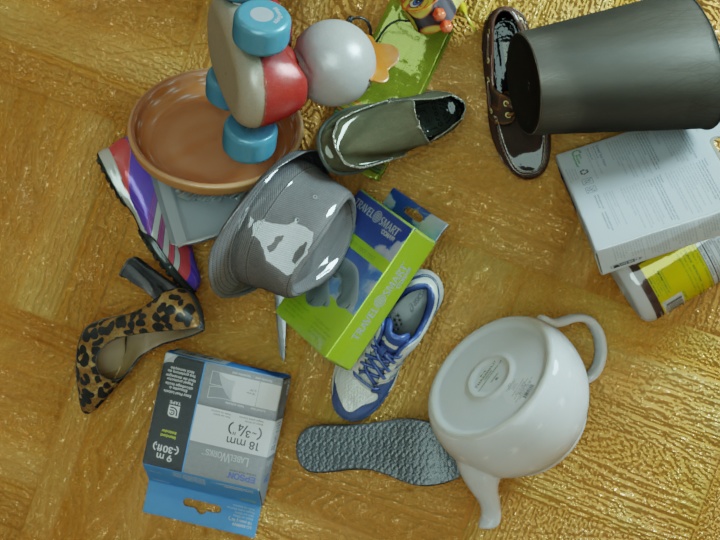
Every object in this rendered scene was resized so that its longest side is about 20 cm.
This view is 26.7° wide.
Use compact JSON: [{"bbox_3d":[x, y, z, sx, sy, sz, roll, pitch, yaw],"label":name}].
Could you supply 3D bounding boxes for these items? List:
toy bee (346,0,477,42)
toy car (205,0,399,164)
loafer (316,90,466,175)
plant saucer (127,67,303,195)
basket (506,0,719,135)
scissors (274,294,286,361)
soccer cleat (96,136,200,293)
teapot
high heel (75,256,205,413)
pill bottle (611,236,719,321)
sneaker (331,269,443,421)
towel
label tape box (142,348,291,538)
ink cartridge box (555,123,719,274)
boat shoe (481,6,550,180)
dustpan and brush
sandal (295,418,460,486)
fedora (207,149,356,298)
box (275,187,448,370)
[{"bbox_3d":[0.090,-0.303,1.711,0.131,0.109,0.200,28,95,-37],"label":"toy bee"},{"bbox_3d":[-0.059,-0.239,1.671,0.199,0.185,0.177,-6,47,-17],"label":"toy car"},{"bbox_3d":[0.038,-0.164,1.697,0.200,0.070,0.075,-26,95,-33],"label":"loafer"},{"bbox_3d":[-0.165,-0.153,1.729,0.199,0.038,0.201,2,49,-2],"label":"plant saucer"},{"bbox_3d":[0.271,-0.219,1.660,0.199,0.136,0.181,-9,48,-11],"label":"basket"},{"bbox_3d":[-0.090,0.002,1.785,0.073,0.014,0.201,-17,88,2],"label":"scissors"},{"bbox_3d":[-0.231,-0.068,1.772,0.073,0.068,0.200,-31,87,-4],"label":"soccer cleat"},{"bbox_3d":[0.185,0.155,1.704,0.200,0.198,0.146,-29,127,23],"label":"teapot"},{"bbox_3d":[-0.254,0.100,1.737,0.142,0.071,0.200,32,104,37],"label":"high heel"},{"bbox_3d":[0.378,-0.036,1.702,0.200,0.109,0.109,-31,88,4],"label":"pill bottle"},{"bbox_3d":[0.024,0.085,1.742,0.075,0.088,0.200,30,94,2],"label":"sneaker"},{"bbox_3d":[0.028,-0.211,1.772,0.086,0.018,0.200,27,92,3],"label":"towel"},{"bbox_3d":[-0.173,0.205,1.770,0.144,0.063,0.201,12,91,5],"label":"label tape box"},{"bbox_3d":[0.333,-0.095,1.671,0.199,0.200,0.041,-19,126,7],"label":"ink cartridge box"},{"bbox_3d":[0.176,-0.203,1.736,0.070,0.070,0.201,-13,91,4],"label":"boat shoe"},{"bbox_3d":[-0.135,-0.108,1.756,0.199,0.057,0.140,-8,67,-27],"label":"dustpan and brush"},{"bbox_3d":[0.026,0.207,1.771,0.199,0.043,0.076,5,84,14],"label":"sandal"},{"bbox_3d":[-0.072,-0.036,1.684,0.090,0.177,0.200,29,59,21],"label":"fedora"},{"bbox_3d":[0.000,0.000,1.730,0.048,0.122,0.200,31,95,-42],"label":"box"}]
